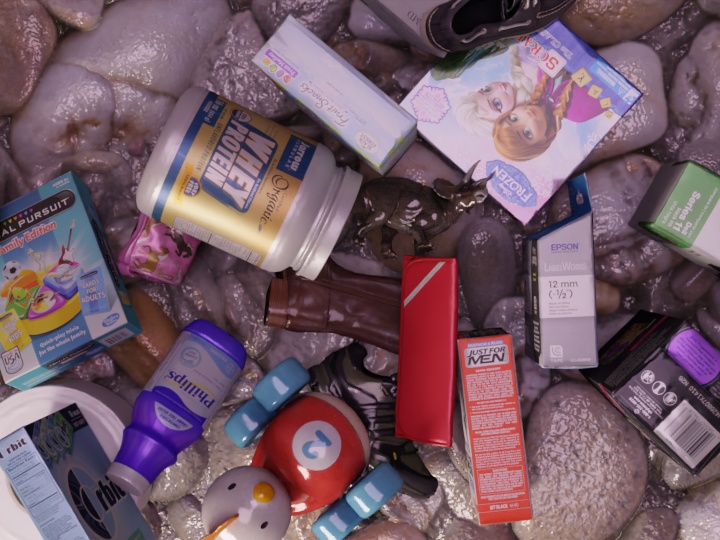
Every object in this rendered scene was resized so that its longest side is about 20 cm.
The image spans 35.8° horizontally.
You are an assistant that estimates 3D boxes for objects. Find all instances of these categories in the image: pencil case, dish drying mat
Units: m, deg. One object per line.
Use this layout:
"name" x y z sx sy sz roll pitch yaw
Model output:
"pencil case" -0.205 -0.081 1.252 0.086 0.083 0.200 19 94 -9
"dish drying mat" 0.070 0.085 1.194 0.077 0.018 0.200 4 91 39

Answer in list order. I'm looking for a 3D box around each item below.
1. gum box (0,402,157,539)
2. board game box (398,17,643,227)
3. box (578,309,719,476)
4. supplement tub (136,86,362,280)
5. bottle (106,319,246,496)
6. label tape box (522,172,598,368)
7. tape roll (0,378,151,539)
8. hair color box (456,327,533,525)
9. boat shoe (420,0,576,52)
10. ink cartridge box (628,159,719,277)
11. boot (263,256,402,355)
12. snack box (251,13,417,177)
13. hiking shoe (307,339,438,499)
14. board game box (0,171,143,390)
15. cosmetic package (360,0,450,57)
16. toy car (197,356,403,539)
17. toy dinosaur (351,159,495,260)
"gum box" -0.286 0.243 1.150 0.045 0.170 0.200 -30 90 3
"board game box" 0.176 -0.188 1.255 0.200 0.041 0.200 41 93 1
"box" 0.322 0.122 1.176 0.106 0.200 0.122 -45 89 3
"supplement tub" -0.113 -0.086 1.146 0.200 0.145 0.145 25 92 -7
"bottle" -0.205 0.151 1.226 0.084 0.065 0.200 36 63 -8
"label tape box" 0.212 0.000 1.206 0.066 0.143 0.200 -4 91 2
"tape roll" -0.341 0.227 1.272 0.202 0.071 0.203 0 90 2
"hair color box" 0.144 0.167 1.230 0.064 0.111 0.200 -6 90 2
"boat shoe" 0.163 -0.282 1.184 0.200 0.063 0.073 -23 102 -15
"ink cartridge box" 0.405 -0.034 1.197 0.200 0.147 0.083 29 94 2
"boot" 0.000 0.000 1.259 0.200 0.064 0.187 11 70 -10
"snack box" -0.021 -0.179 1.185 0.169 0.200 0.068 40 92 2
"hiking shoe" 0.032 0.164 1.252 0.101 0.076 0.200 -41 88 6
"board game box" -0.351 0.010 1.247 0.151 0.047 0.200 -27 70 3
"cosmetic package" 0.096 -0.348 1.217 0.113 0.081 0.200 32 92 -30
"toy car" -0.096 0.232 1.175 0.184 0.200 0.177 47 138 7
"toy dinosaur" 0.046 -0.066 1.242 0.200 0.077 0.102 5 67 15
